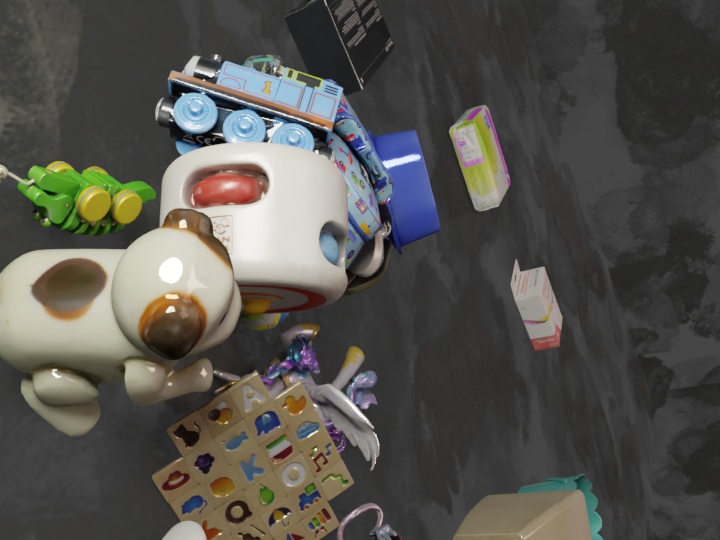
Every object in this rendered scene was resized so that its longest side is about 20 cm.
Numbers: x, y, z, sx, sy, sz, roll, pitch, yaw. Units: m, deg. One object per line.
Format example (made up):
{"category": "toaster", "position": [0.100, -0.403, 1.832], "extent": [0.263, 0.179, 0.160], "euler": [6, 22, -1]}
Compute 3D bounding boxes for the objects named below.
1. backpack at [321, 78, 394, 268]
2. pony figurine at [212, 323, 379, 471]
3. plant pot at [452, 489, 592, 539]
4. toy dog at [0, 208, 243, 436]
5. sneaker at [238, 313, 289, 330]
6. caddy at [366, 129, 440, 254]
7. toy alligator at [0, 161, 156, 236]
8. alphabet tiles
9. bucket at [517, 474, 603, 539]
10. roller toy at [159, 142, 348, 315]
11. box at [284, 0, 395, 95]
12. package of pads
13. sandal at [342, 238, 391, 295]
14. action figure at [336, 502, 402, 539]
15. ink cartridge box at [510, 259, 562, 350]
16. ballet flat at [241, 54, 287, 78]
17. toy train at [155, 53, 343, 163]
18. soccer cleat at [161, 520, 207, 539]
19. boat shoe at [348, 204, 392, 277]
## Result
{"category": "backpack", "position": [-0.037, -0.111, 0.990], "extent": [0.184, 0.133, 0.201], "euler": [55, 7, -38]}
{"category": "pony figurine", "position": [-0.056, 0.153, 0.915], "extent": [0.193, 0.167, 0.199], "euler": [45, 30, 8]}
{"category": "plant pot", "position": [0.260, 0.484, 1.334], "extent": [0.175, 0.197, 0.204], "euler": [4, 75, -51]}
{"category": "toy dog", "position": [-0.182, 0.023, 0.633], "extent": [0.195, 0.197, 0.141], "euler": [52, 35, -40]}
{"category": "sneaker", "position": [-0.118, -0.028, 0.945], "extent": [0.105, 0.074, 0.205], "euler": [38, 47, -73]}
{"category": "caddy", "position": [0.058, -0.129, 1.290], "extent": [0.141, 0.103, 0.204], "euler": [-54, 129, -84]}
{"category": "toy alligator", "position": [-0.254, -0.058, 0.695], "extent": [0.199, 0.059, 0.055], "euler": [-1, 120, -63]}
{"category": "alphabet tiles", "position": [-0.101, 0.205, 0.797], "extent": [0.203, 0.165, 0.006], "euler": [65, -14, -23]}
{"category": "bucket", "position": [0.405, 0.523, 1.648], "extent": [0.207, 0.133, 0.211], "euler": [35, 50, -54]}
{"category": "roller toy", "position": [-0.103, -0.028, 0.776], "extent": [0.197, 0.182, 0.143], "euler": [7, 75, -30]}
{"category": "box", "position": [-0.026, -0.367, 1.253], "extent": [0.143, 0.078, 0.201], "euler": [62, 30, -22]}
{"category": "package of pads", "position": [0.268, -0.249, 1.797], "extent": [0.203, 0.067, 0.155], "euler": [69, 27, -16]}
{"category": "sandal", "position": [0.001, 0.000, 1.154], "extent": [0.201, 0.078, 0.058], "euler": [-45, 151, -66]}
{"category": "action figure", "position": [0.016, 0.422, 1.002], "extent": [0.149, 0.132, 0.203], "euler": [40, -32, 57]}
{"category": "ink cartridge box", "position": [0.429, 0.077, 1.971], "extent": [0.202, 0.066, 0.117], "euler": [63, 30, -27]}
{"category": "ballet flat", "position": [-0.082, -0.211, 1.085], "extent": [0.200, 0.073, 0.076], "euler": [43, 42, -49]}
{"category": "toy train", "position": [-0.116, -0.165, 0.870], "extent": [0.087, 0.196, 0.116], "euler": [115, -9, -65]}
{"category": "soccer cleat", "position": [-0.180, 0.294, 0.667], "extent": [0.086, 0.067, 0.202], "euler": [59, 36, -39]}
{"category": "boat shoe", "position": [0.015, -0.056, 1.125], "extent": [0.092, 0.075, 0.202], "euler": [27, 31, -36]}
